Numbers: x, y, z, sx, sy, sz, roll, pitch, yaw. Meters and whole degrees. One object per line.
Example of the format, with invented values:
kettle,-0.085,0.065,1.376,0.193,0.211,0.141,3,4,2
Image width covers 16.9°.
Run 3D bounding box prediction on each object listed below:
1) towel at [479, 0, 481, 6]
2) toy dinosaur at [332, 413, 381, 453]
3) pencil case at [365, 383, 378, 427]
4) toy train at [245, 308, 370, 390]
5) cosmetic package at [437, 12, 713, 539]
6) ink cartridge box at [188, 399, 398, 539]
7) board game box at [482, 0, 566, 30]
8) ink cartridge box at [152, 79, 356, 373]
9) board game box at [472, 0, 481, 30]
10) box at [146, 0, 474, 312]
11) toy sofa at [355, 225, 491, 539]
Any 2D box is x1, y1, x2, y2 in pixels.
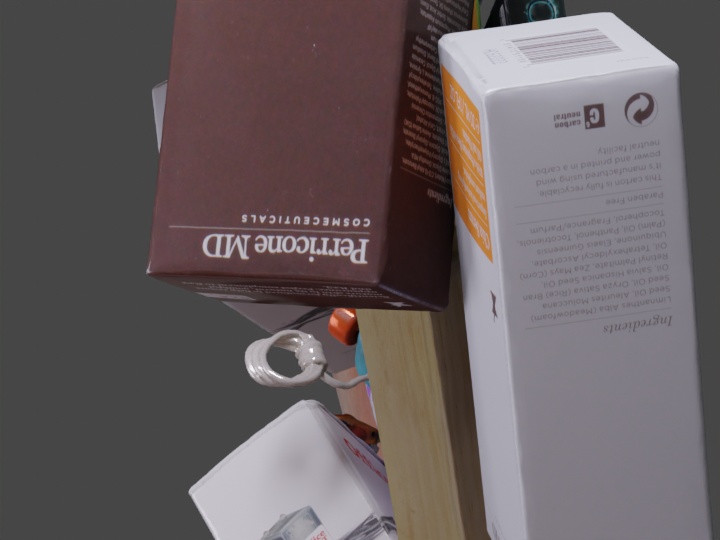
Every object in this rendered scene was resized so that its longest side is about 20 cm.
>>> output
towel,0.047,-0.200,1.178,0.200,0.024,0.148,117,148,-78
toy dinosaur,0.000,0.171,1.321,0.182,0.105,0.200,56,-156,5
pencil case,0.054,0.080,1.238,0.200,0.083,0.086,-113,39,-67
toy train,0.000,0.000,1.200,0.056,0.149,0.201,97,175,-46
cosmetic package,0.078,0.017,0.879,0.101,0.071,0.202,-115,18,-73
ink cartridge box,0.016,0.179,1.189,0.201,0.085,0.146,58,-173,37
board game box,0.081,-0.013,1.028,0.135,0.028,0.202,113,149,-85
ink cartridge box,-0.045,-0.037,1.617,0.200,0.084,0.147,37,-143,-51
board game box,0.042,-0.076,1.096,0.096,0.030,0.202,-116,18,-80
box,-0.015,-0.089,0.918,0.075,0.099,0.202,17,-104,-65
toy sofa,0.044,0.063,1.018,0.083,0.097,0.202,27,133,54
